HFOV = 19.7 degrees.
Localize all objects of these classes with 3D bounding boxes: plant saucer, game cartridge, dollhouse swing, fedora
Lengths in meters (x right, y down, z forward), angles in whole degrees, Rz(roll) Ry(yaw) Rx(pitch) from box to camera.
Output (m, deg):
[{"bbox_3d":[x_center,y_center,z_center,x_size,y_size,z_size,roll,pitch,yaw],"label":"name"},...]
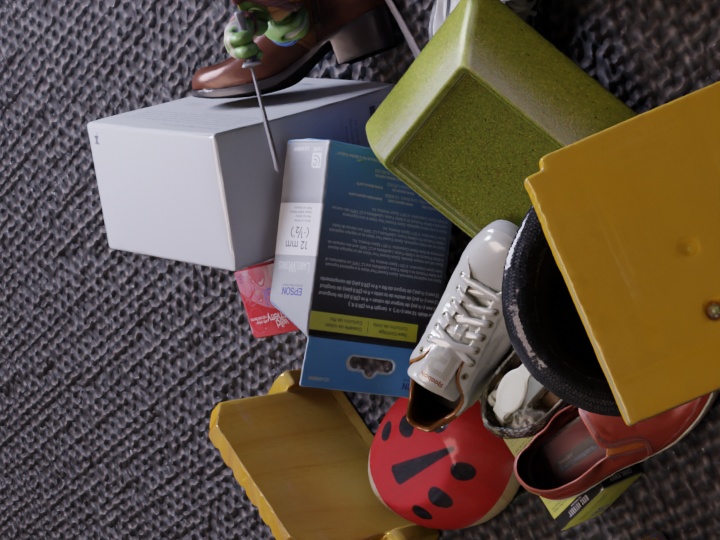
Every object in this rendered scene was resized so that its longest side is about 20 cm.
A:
[{"bbox_3d":[0.110,-0.089,1.598,0.200,0.048,0.200,39,139,-1],"label":"plant saucer"},{"bbox_3d":[0.230,-0.015,1.459,0.032,0.176,0.200,52,-165,-82],"label":"game cartridge"},{"bbox_3d":[-0.062,0.217,1.913,0.200,0.176,0.182,54,140,22],"label":"dollhouse swing"},{"bbox_3d":[0.195,0.010,1.524,0.092,0.200,0.201,95,153,-84],"label":"fedora"}]

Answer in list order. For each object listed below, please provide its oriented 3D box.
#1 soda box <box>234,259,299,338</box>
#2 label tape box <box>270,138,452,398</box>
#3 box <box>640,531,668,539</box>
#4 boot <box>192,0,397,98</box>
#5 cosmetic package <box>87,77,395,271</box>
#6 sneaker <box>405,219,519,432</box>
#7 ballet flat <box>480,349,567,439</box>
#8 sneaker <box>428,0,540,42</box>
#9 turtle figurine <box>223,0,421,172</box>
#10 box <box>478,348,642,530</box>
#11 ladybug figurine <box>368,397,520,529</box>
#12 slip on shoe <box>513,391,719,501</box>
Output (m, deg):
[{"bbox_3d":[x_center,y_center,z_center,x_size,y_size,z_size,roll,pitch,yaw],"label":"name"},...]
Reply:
[{"bbox_3d":[-0.030,0.013,1.882,0.200,0.063,0.070,-14,93,53],"label":"soda box"},{"bbox_3d":[0.000,0.000,1.719,0.066,0.143,0.201,6,88,51],"label":"label tape box"},{"bbox_3d":[0.228,0.354,1.638,0.200,0.122,0.193,48,136,29],"label":"box"},{"bbox_3d":[-0.082,-0.257,1.766,0.188,0.068,0.201,-19,90,17],"label":"boot"},{"bbox_3d":[-0.097,-0.089,1.811,0.199,0.200,0.123,10,112,51],"label":"cosmetic package"},{"bbox_3d":[0.087,0.053,1.636,0.073,0.085,0.200,30,130,15],"label":"sneaker"},{"bbox_3d":[0.159,0.061,1.606,0.072,0.072,0.200,52,121,25],"label":"ballet flat"},{"bbox_3d":[0.113,-0.204,1.594,0.115,0.076,0.201,2,103,54],"label":"sneaker"},{"bbox_3d":[-0.047,-0.226,1.627,0.194,0.144,0.200,67,-176,-50],"label":"turtle figurine"},{"bbox_3d":[0.145,0.108,1.704,0.200,0.050,0.075,57,141,19],"label":"box"},{"bbox_3d":[0.069,0.161,1.805,0.200,0.072,0.136,-39,72,52],"label":"ladybug figurine"},{"bbox_3d":[0.198,0.115,1.592,0.200,0.061,0.074,-39,70,26],"label":"slip on shoe"}]
